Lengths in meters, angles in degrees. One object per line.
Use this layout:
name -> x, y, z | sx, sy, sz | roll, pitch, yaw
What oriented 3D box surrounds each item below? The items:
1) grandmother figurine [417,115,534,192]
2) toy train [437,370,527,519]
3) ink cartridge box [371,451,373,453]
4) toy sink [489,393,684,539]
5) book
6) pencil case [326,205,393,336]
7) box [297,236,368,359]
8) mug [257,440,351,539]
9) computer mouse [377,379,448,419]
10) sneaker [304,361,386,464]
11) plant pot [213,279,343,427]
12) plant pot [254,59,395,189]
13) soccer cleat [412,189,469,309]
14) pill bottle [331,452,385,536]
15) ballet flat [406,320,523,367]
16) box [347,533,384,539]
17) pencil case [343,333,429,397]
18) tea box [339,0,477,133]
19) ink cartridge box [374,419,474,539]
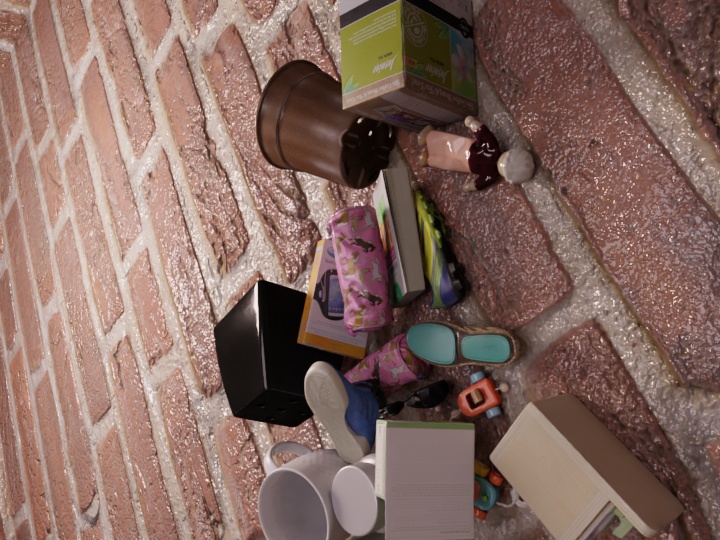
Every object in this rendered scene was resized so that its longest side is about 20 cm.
grandmother figurine -> 0.180, -0.180, 1.011 | 0.197, 0.060, 0.124 | 23, 143, 37
toy train -> 0.175, 0.265, 0.973 | 0.148, 0.055, 0.206 | -27, 70, 24
ink cartridge box -> 0.030, 0.432, 1.142 | 0.198, 0.047, 0.164 | 34, 111, 24
toy sink -> 0.285, 0.275, 0.834 | 0.200, 0.128, 0.114 | 47, 118, 34
book -> 0.062, -0.051, 1.094 | 0.134, 0.046, 0.207 | 123, 139, -72
pencil case -> 0.000, 0.000, 1.067 | 0.084, 0.082, 0.207 | -11, 89, 23
box -> -0.032, 0.039, 1.121 | 0.041, 0.116, 0.207 | -17, 59, 63
mug -> -0.077, 0.357, 1.074 | 0.198, 0.173, 0.151 | 35, 111, 26
computer mouse -> 0.084, 0.203, 0.988 | 0.058, 0.198, 0.035 | -27, 79, 31
sneaker -> -0.017, 0.196, 1.024 | 0.075, 0.112, 0.204 | -4, 125, 33
plant pot -> -0.142, 0.164, 1.163 | 0.199, 0.196, 0.182 | -40, 43, 41
plant pot -> -0.054, -0.252, 1.163 | 0.195, 0.198, 0.206 | 27, 106, 33
soccer cleat -> 0.110, -0.035, 1.063 | 0.082, 0.064, 0.206 | -29, 69, 29
pill bottle -> 0.056, 0.335, 1.003 | 0.112, 0.197, 0.118 | -3, 86, 42
ballet flat -> 0.163, 0.116, 1.004 | 0.196, 0.064, 0.073 | 6, 91, 41
box -> 0.028, 0.502, 1.051 | 0.197, 0.108, 0.131 | -25, 88, 34
pencil case -> 0.033, 0.186, 1.114 | 0.199, 0.082, 0.088 | -38, 82, 35
tea box -> 0.077, -0.344, 1.025 | 0.131, 0.197, 0.204 | -6, 85, 42
ink cartridge box -> 0.091, 0.315, 0.904 | 0.048, 0.141, 0.207 | 155, 119, -68
